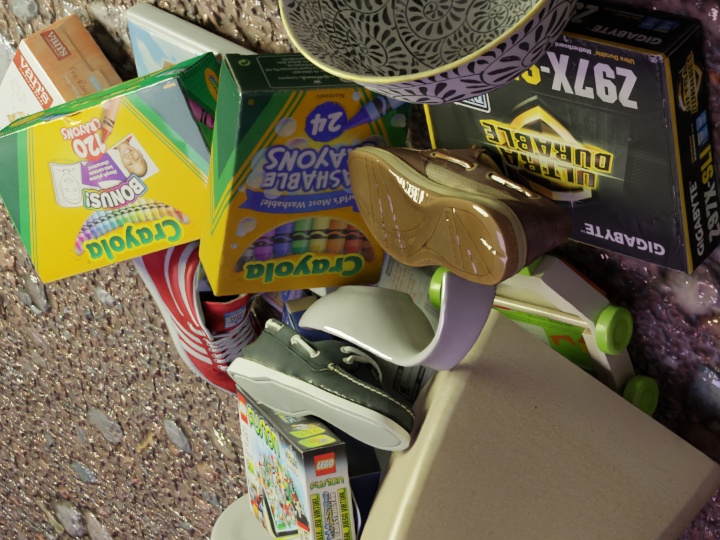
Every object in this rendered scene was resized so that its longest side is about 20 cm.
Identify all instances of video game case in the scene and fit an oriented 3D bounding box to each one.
[{"bbox_3d":[-0.095,-0.091,1.577,0.199,0.022,0.183,28,138,41],"label":"video game case"},{"bbox_3d":[0.000,0.000,1.591,0.182,0.024,0.201,37,145,17],"label":"video game case"}]

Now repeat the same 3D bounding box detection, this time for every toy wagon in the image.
[{"bbox_3d":[0.120,0.031,1.445,0.154,0.040,0.201,14,142,38],"label":"toy wagon"}]

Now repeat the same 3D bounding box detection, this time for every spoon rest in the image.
[{"bbox_3d":[0.026,0.040,1.443,0.098,0.061,0.200,10,170,-24],"label":"spoon rest"}]

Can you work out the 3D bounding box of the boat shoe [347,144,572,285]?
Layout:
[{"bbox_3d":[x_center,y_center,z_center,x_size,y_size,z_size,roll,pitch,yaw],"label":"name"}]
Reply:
[{"bbox_3d":[0.063,-0.044,1.355,0.200,0.071,0.073,22,128,57],"label":"boat shoe"}]

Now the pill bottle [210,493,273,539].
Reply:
[{"bbox_3d":[-0.052,0.297,1.855,0.110,0.111,0.201,12,132,41],"label":"pill bottle"}]

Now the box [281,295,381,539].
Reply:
[{"bbox_3d":[-0.023,0.135,1.613,0.122,0.032,0.201,100,156,-52],"label":"box"}]

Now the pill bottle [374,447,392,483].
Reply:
[{"bbox_3d":[0.060,0.221,1.658,0.112,0.113,0.201,19,136,35],"label":"pill bottle"}]

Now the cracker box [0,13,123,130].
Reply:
[{"bbox_3d":[-0.238,-0.099,1.703,0.134,0.057,0.200,55,149,7],"label":"cracker box"}]

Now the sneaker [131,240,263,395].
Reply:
[{"bbox_3d":[-0.104,0.042,1.666,0.112,0.071,0.201,28,156,49],"label":"sneaker"}]

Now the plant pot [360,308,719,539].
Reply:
[{"bbox_3d":[0.101,0.181,1.461,0.199,0.178,0.200,34,155,2],"label":"plant pot"}]

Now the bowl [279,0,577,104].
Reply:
[{"bbox_3d":[0.059,-0.169,1.251,0.199,0.202,0.094,17,159,37],"label":"bowl"}]

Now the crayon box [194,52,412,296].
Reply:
[{"bbox_3d":[-0.041,-0.054,1.460,0.052,0.124,0.201,-117,29,-47],"label":"crayon box"}]

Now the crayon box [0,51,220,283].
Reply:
[{"bbox_3d":[-0.173,-0.073,1.555,0.199,0.058,0.120,-15,107,32],"label":"crayon box"}]

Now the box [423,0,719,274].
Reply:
[{"bbox_3d":[0.129,-0.096,1.334,0.199,0.049,0.161,19,134,37],"label":"box"}]

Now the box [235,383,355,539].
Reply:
[{"bbox_3d":[-0.050,0.159,1.601,0.200,0.034,0.111,-148,50,-70],"label":"box"}]

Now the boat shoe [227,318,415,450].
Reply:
[{"bbox_3d":[-0.023,0.076,1.507,0.199,0.061,0.076,18,159,48],"label":"boat shoe"}]
